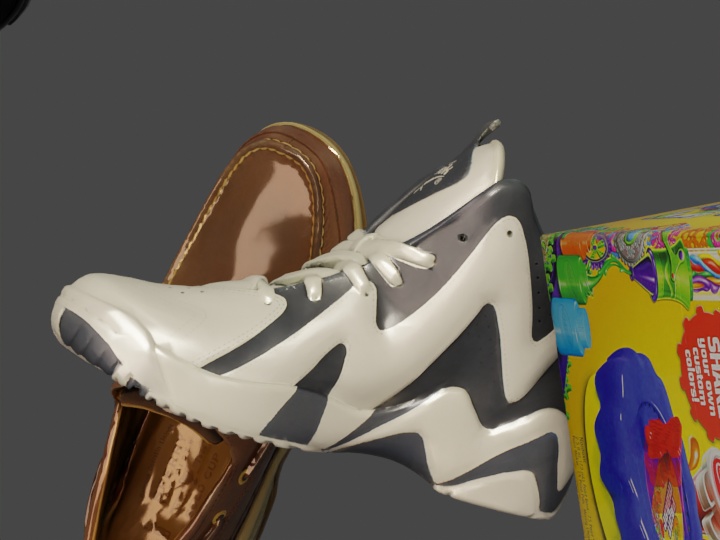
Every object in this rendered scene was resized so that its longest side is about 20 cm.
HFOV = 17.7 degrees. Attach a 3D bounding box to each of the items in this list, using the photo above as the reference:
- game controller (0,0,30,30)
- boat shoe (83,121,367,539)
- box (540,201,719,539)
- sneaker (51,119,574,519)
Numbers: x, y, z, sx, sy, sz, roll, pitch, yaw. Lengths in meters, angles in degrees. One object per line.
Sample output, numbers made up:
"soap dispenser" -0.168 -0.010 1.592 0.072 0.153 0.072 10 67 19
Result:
"game controller" -0.223 -0.108 0.934 0.199 0.042 0.105 -29 101 23
"boat shoe" -0.054 0.042 0.871 0.072 0.068 0.201 25 106 19
"box" 0.161 0.076 0.700 0.192 0.121 0.201 178 82 -69
"sneaker" 0.000 0.000 0.807 0.198 0.079 0.130 18 90 -13
